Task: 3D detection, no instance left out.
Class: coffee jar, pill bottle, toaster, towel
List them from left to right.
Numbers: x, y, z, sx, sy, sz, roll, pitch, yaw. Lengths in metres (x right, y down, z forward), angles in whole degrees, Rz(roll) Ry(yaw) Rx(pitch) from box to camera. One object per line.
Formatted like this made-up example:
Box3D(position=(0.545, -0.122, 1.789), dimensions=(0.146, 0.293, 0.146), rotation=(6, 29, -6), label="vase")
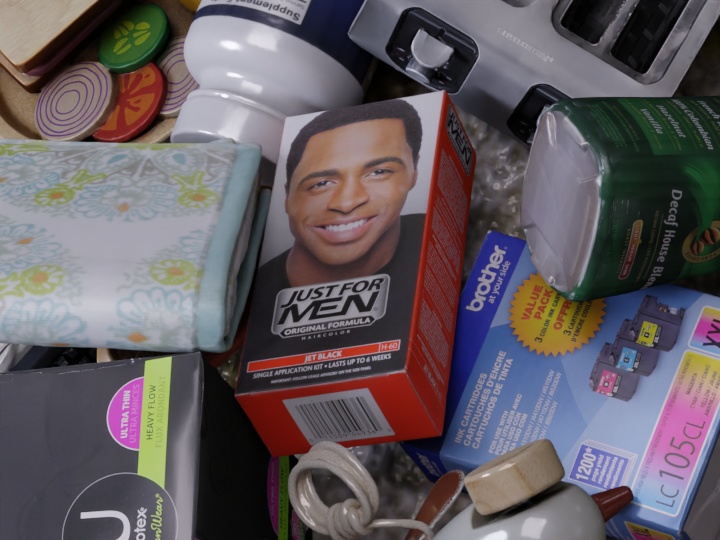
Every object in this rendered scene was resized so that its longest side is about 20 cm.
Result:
Box3D(position=(-0.142, -0.014, 1.487), dimensions=(0.171, 0.048, 0.200), rotation=(0, 27, 6), label="towel")
Box3D(position=(-0.038, -0.150, 1.626), dimensions=(0.111, 0.111, 0.200), rotation=(15, 73, 23), label="pill bottle")
Box3D(position=(0.119, -0.171, 1.549), dimensions=(0.181, 0.119, 0.200), rotation=(32, 81, -1), label="toaster")
Box3D(position=(0.191, -0.046, 1.466), dimensions=(0.200, 0.104, 0.085), rotation=(-8, 40, -23), label="coffee jar")

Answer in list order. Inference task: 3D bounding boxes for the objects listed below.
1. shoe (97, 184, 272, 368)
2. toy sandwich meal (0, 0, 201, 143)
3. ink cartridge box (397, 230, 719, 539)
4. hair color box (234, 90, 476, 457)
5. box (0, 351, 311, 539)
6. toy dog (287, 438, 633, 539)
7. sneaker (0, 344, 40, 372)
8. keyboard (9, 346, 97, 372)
Box3D(position=(-0.089, 0.021, 1.544), dimensions=(0.070, 0.053, 0.200), rotation=(35, 39, 6), label="shoe")
Box3D(position=(-0.169, -0.161, 1.697), dimensions=(0.205, 0.070, 0.205), rotation=(-7, 65, 15), label="toy sandwich meal")
Box3D(position=(0.113, 0.066, 1.505), dimensions=(0.200, 0.076, 0.137), rotation=(16, 73, 25), label="ink cartridge box")
Box3D(position=(0.000, 0.000, 1.498), dimensions=(0.101, 0.061, 0.200), rotation=(-9, 47, 20), label="hair color box")
Box3D(position=(-0.111, 0.149, 1.468), dimensions=(0.124, 0.200, 0.149), rotation=(-7, 65, 15), label="box")
Box3D(position=(0.066, 0.145, 1.435), dimensions=(0.200, 0.096, 0.132), rotation=(1, 104, 42), label="toy dog")
Box3D(position=(-0.192, 0.094, 1.604), dimensions=(0.083, 0.081, 0.200), rotation=(35, 73, -4), label="sneaker")
Box3D(position=(-0.167, 0.044, 1.572), dimensions=(0.127, 0.021, 0.200), rotation=(46, 67, -13), label="keyboard")
